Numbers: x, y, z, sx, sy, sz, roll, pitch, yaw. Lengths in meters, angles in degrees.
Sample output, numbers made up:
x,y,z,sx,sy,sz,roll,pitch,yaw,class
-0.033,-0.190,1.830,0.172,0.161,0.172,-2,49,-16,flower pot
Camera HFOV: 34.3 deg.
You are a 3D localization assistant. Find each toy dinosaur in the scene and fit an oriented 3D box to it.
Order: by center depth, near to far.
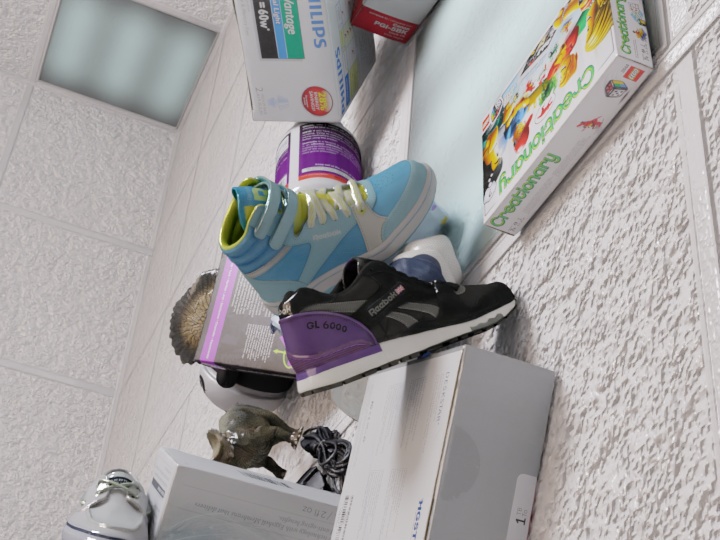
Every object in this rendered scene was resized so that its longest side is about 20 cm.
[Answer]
x,y,z,sx,sy,sz,roll,pitch,yaw,class
-0.118,0.178,1.281,0.200,0.102,0.077,-72,5,-68,toy dinosaur

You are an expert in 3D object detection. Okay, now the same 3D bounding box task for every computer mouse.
x,y,z,sx,sy,sz,roll,pitch,yaw,class
-0.070,0.263,1.232,0.138,0.052,0.201,-168,96,-73,computer mouse

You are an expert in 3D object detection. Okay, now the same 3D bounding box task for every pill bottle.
x,y,z,sx,sy,sz,roll,pitch,yaw,class
-0.052,-0.114,1.466,0.201,0.112,0.113,-92,25,-51,pill bottle

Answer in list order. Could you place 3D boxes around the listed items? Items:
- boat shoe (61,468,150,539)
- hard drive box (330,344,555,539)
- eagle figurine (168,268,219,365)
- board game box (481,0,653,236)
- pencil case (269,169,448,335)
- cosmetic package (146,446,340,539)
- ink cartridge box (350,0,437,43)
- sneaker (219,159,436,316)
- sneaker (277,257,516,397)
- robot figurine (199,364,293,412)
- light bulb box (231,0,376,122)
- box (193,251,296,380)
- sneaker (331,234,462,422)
x,y,z,sx,sy,sz,roll,pitch,yaw,class
-0.225,0.212,1.037,0.200,0.073,0.067,173,112,-73,boat shoe
0.056,0.151,0.885,0.200,0.076,0.157,152,133,-69,hard drive box
-0.176,0.062,1.633,0.200,0.151,0.152,-46,-1,-9,eagle figurine
0.157,-0.137,0.926,0.200,0.034,0.127,124,157,-45,board game box
0.000,0.000,1.124,0.200,0.083,0.091,-53,2,-5,pencil case
-0.114,0.292,1.080,0.123,0.198,0.201,178,108,-73,cosmetic package
0.068,-0.395,1.411,0.200,0.082,0.148,136,148,-60,ink cartridge box
-0.037,-0.054,1.027,0.200,0.131,0.080,-38,37,10,sneaker
0.031,0.024,0.888,0.076,0.199,0.088,-26,82,59,sneaker
-0.131,0.089,1.488,0.125,0.150,0.201,39,112,48,robot figurine
-0.067,-0.320,1.491,0.200,0.124,0.199,-65,-27,-54,light bulb box
-0.091,0.052,1.351,0.199,0.036,0.144,5,74,33,box
0.044,0.051,1.073,0.147,0.080,0.200,-57,-11,-29,sneaker
